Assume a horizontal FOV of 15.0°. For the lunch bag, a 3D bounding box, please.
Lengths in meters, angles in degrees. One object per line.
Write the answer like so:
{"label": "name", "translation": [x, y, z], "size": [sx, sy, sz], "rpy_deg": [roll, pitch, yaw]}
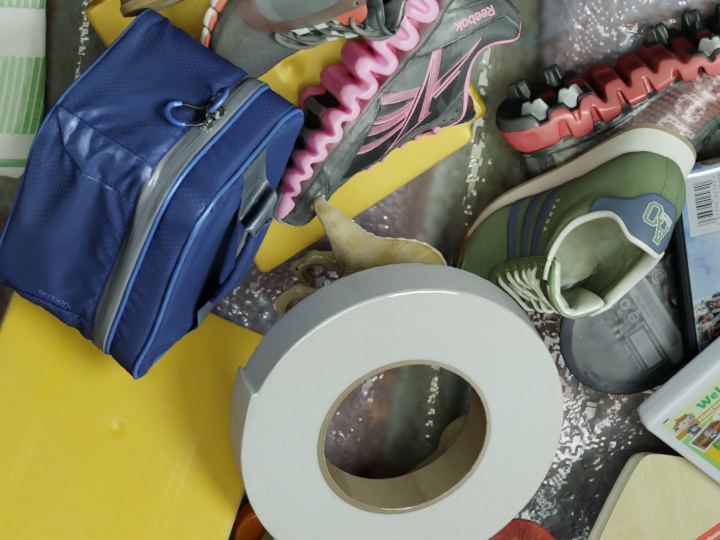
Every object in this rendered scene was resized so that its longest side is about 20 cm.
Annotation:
{"label": "lunch bag", "translation": [-0.115, -0.043, 1.600], "size": [0.132, 0.136, 0.200], "rpy_deg": [34, 140, 6]}

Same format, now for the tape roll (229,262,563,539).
{"label": "tape roll", "translation": [0.021, 0.090, 1.631], "size": [0.202, 0.037, 0.204], "rpy_deg": [-8, 121, -13]}

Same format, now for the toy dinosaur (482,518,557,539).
{"label": "toy dinosaur", "translation": [0.063, 0.239, 1.694], "size": [0.199, 0.105, 0.182], "rpy_deg": [-14, 125, -30]}

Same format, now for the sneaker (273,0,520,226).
{"label": "sneaker", "translation": [0.022, -0.099, 1.641], "size": [0.095, 0.079, 0.200], "rpy_deg": [30, 105, -25]}

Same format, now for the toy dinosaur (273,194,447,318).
{"label": "toy dinosaur", "translation": [0.000, 0.000, 1.676], "size": [0.101, 0.058, 0.200], "rpy_deg": [-20, 137, 27]}

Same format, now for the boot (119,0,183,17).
{"label": "boot", "translation": [-0.084, -0.252, 1.603], "size": [0.201, 0.071, 0.144], "rpy_deg": [-31, 92, 1]}

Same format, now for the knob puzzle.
{"label": "knob puzzle", "translation": [0.189, 0.205, 1.719], "size": [0.219, 0.030, 0.221], "rpy_deg": [-7, 100, -41]}

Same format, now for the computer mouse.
{"label": "computer mouse", "translation": [0.210, 0.005, 1.708], "size": [0.199, 0.053, 0.139], "rpy_deg": [-29, 110, -2]}

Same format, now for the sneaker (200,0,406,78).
{"label": "sneaker", "translation": [-0.018, -0.158, 1.578], "size": [0.200, 0.077, 0.082], "rpy_deg": [-44, 71, 38]}

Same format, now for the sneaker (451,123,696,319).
{"label": "sneaker", "translation": [0.117, -0.007, 1.631], "size": [0.067, 0.090, 0.200], "rpy_deg": [33, 137, -22]}

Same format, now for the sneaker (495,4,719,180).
{"label": "sneaker", "translation": [0.187, -0.095, 1.669], "size": [0.200, 0.071, 0.098], "rpy_deg": [-22, 111, 1]}

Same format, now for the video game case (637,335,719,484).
{"label": "video game case", "translation": [0.295, 0.066, 1.688], "size": [0.200, 0.022, 0.182], "rpy_deg": [-42, 131, 14]}

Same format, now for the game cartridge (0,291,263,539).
{"label": "game cartridge", "translation": [-0.152, 0.102, 1.662], "size": [0.176, 0.032, 0.201], "rpy_deg": [23, 61, -7]}

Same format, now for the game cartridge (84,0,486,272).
{"label": "game cartridge", "translation": [-0.043, -0.126, 1.678], "size": [0.176, 0.032, 0.200], "rpy_deg": [-32, 105, 7]}

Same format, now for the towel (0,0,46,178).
{"label": "towel", "translation": [-0.266, -0.157, 1.669], "size": [0.152, 0.023, 0.201], "rpy_deg": [2, 103, -2]}

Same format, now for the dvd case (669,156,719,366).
{"label": "dvd case", "translation": [0.286, -0.015, 1.677], "size": [0.199, 0.018, 0.143], "rpy_deg": [-14, 111, -12]}

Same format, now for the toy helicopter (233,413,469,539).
{"label": "toy helicopter", "translation": [0.022, 0.166, 1.729], "size": [0.200, 0.079, 0.132], "rpy_deg": [-40, 117, 16]}
